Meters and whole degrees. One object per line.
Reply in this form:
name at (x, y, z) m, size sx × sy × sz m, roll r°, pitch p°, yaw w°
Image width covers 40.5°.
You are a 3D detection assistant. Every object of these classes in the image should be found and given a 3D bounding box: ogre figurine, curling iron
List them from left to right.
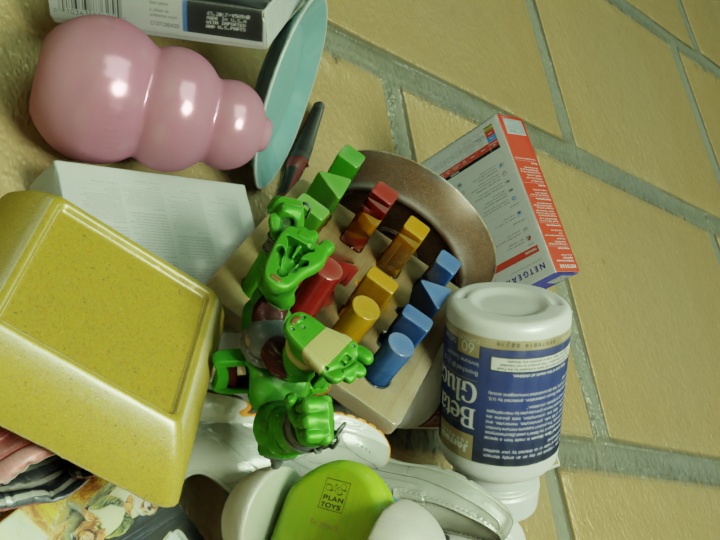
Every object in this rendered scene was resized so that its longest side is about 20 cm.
ogre figurine at (-0.056, 0.054, 0.715) m, size 0.098 × 0.120 × 0.200 m, roll -13°, pitch 60°, yaw -32°
curling iron at (-0.058, -0.112, 1.045) m, size 0.049 × 0.026 × 0.200 m, roll 8°, pitch 47°, yaw -1°

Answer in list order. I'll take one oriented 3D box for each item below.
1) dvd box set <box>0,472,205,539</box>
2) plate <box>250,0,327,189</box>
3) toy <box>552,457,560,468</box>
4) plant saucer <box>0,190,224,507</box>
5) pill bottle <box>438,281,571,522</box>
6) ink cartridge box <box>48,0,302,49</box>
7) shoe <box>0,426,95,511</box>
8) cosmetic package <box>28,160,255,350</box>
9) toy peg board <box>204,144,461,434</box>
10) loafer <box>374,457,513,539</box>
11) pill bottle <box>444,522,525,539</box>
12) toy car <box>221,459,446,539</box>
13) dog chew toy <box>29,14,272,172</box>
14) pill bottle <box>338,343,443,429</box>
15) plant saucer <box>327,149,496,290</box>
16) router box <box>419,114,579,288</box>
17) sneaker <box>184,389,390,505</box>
dvd box set at (-0.196, 0.220, 0.677) m, size 0.147 × 0.029 × 0.200 m, roll 56°, pitch 38°, yaw -3°
plate at (-0.077, -0.178, 0.965) m, size 0.025 × 0.201 × 0.200 m, roll 20°, pitch 44°, yaw 4°
toy at (0.175, 0.136, 1.123) m, size 0.115 × 0.047 × 0.201 m, roll -3°, pitch 69°, yaw -50°
plant saucer at (-0.182, 0.037, 0.680) m, size 0.200 × 0.048 × 0.200 m, roll 33°, pitch 32°, yaw -19°
pill bottle at (0.127, 0.121, 0.881) m, size 0.111 × 0.111 × 0.201 m, roll -25°, pitch 122°, yaw -52°
ink cartridge box at (-0.156, -0.270, 0.913) m, size 0.197 × 0.047 × 0.200 m, roll 8°, pitch 36°, yaw 7°
shoe at (-0.195, 0.106, 0.700) m, size 0.200 × 0.072 × 0.091 m, roll -12°, pitch 49°, yaw -45°
cosmetic package at (-0.171, -0.007, 0.837) m, size 0.200 × 0.052 × 0.151 m, roll 4°, pitch 61°, yaw -46°
toy peg board at (0.000, 0.000, 0.856) m, size 0.199 × 0.098 × 0.200 m, roll 35°, pitch 41°, yaw 0°
loafer at (0.033, 0.202, 0.851) m, size 0.199 × 0.070 × 0.070 m, roll 16°, pitch 52°, yaw 13°
pill bottle at (0.079, 0.299, 0.859) m, size 0.111 × 0.111 × 0.200 m, roll 52°, pitch 39°, yaw -9°
toy car at (-0.015, 0.244, 0.721) m, size 0.150 × 0.174 × 0.201 m, roll 31°, pitch 69°, yaw -55°
dog chew toy at (-0.174, -0.140, 0.833) m, size 0.199 × 0.125 × 0.125 m, roll 14°, pitch 53°, yaw -16°
pill bottle at (0.068, 0.102, 0.976) m, size 0.200 × 0.112 × 0.113 m, roll 10°, pitch 59°, yaw -44°
plant saucer at (0.040, -0.032, 0.977) m, size 0.200 × 0.200 × 0.035 m, roll 47°, pitch 57°, yaw -15°
router box at (0.114, -0.040, 1.051) m, size 0.049 × 0.200 × 0.180 m, roll 0°, pitch 67°, yaw -47°
sneaker at (-0.074, 0.157, 0.800) m, size 0.199 × 0.076 × 0.092 m, roll 10°, pitch 72°, yaw -13°
